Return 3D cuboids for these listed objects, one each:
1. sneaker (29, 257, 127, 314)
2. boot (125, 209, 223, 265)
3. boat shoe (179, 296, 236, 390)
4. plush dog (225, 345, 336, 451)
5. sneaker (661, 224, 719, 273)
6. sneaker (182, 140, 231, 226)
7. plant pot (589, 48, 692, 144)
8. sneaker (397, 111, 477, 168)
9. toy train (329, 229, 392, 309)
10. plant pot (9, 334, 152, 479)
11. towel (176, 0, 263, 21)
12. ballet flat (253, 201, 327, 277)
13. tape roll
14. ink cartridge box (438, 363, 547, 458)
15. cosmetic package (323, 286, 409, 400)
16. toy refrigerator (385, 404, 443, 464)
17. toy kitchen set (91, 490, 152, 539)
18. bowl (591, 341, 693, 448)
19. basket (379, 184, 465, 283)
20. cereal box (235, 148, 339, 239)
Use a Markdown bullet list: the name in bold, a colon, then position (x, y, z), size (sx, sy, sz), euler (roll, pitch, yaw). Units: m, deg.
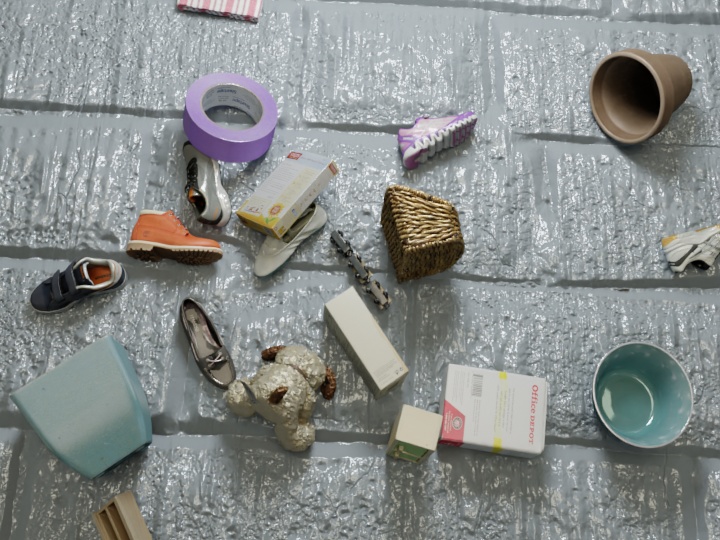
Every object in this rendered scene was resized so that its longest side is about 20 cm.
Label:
- **sneaker**: position (-0.571, 0.023, 1.623), size (0.196, 0.080, 0.080), euler (-21, 74, -8)
- **boot**: position (-0.374, -0.073, 1.671), size (0.195, 0.075, 0.109), euler (8, 66, 1)
- **boat shoe**: position (-0.307, 0.144, 1.606), size (0.066, 0.057, 0.202), euler (-27, 74, -12)
- **plush dog**: position (-0.138, 0.215, 1.559), size (0.198, 0.162, 0.173), euler (30, 45, 6)
- **sneaker**: position (0.740, -0.048, 1.734), size (0.196, 0.076, 0.090), euler (-14, 87, -5)
- **sneaker**: position (-0.333, -0.186, 1.696), size (0.078, 0.074, 0.203), euler (-4, 65, -45)
- **plant pot**: position (0.635, -0.399, 1.796), size (0.172, 0.201, 0.202), euler (-23, 72, -30)
- **sneaker**: position (0.163, -0.307, 1.781), size (0.197, 0.081, 0.089), euler (-28, 67, -11)
- **toy train**: position (0.000, 0.000, 1.680), size (0.034, 0.046, 0.201), euler (-35, 73, -2)
- **plant pot**: position (-0.484, 0.265, 1.492), size (0.194, 0.196, 0.202), euler (-32, 85, -13)
- **towel**: position (-0.321, -0.659, 1.900), size (0.195, 0.030, 0.150), euler (9, 71, -3)
- **ballet flat**: position (-0.153, -0.073, 1.681), size (0.199, 0.070, 0.069), euler (-42, 78, -16)
- **tape roll**: position (-0.277, -0.327, 1.732), size (0.196, 0.066, 0.203), euler (9, 54, -13)
- **ink cartridge box**: position (0.254, 0.275, 1.578), size (0.195, 0.084, 0.148), euler (9, 71, 0)
- **cosmetic package**: position (0.008, 0.145, 1.600), size (0.072, 0.104, 0.202), euler (-30, 76, -14)
- **toy refrigerator**: position (0.096, 0.308, 1.496), size (0.074, 0.201, 0.071), euler (16, 71, 2)
- **toy kitchen set**: position (-0.481, 0.529, 1.417), size (0.163, 0.199, 0.182), euler (-39, 72, 28)
- **bowl**: position (0.535, 0.251, 1.591), size (0.196, 0.105, 0.205), euler (1, 71, -2)
- **basket**: position (0.127, -0.086, 1.633), size (0.140, 0.201, 0.152), euler (-13, 71, -7)
- **cereal box**: position (-0.152, -0.163, 1.690), size (0.201, 0.040, 0.143), euler (-49, 40, -16)
